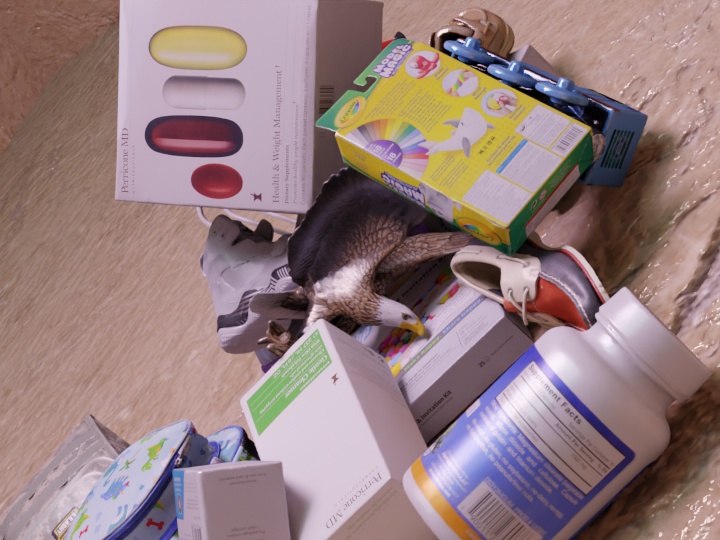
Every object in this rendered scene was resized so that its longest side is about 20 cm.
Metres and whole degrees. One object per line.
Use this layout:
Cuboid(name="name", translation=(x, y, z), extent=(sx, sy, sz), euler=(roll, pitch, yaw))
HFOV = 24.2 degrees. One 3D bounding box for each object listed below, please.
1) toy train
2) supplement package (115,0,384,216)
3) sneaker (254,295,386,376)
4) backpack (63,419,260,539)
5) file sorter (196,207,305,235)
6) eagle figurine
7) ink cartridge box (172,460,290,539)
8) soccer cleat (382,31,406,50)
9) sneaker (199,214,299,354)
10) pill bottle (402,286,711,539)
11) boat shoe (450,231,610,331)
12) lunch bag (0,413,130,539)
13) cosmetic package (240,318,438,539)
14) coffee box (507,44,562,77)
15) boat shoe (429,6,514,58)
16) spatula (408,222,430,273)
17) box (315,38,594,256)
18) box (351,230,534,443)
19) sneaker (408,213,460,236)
Cuboid(name="toy train", translation=(0.142, -0.136, 1.435), extent=(0.200, 0.114, 0.087), euler=(30, 107, 38))
Cuboid(name="supplement package", translation=(-0.099, -0.152, 1.518), extent=(0.200, 0.191, 0.147), euler=(4, 6, 24))
Cuboid(name="sneaker", translation=(-0.057, 0.042, 1.610), extent=(0.074, 0.088, 0.200), euler=(-35, -1, -42))
Cuboid(name="backpack", translation=(-0.167, 0.237, 1.445), extent=(0.183, 0.147, 0.200), euler=(-26, 32, 50))
Cuboid(name="file sorter", translation=(-0.059, -0.108, 1.701), extent=(0.200, 0.124, 0.139), euler=(-27, -48, -63))
Cuboid(name="eagle figurine", translation=(0.007, 0.004, 1.442), extent=(0.200, 0.151, 0.152), euler=(-61, 7, -4))
Cuboid(name="ink cartridge box", translation=(-0.092, 0.247, 1.276), extent=(0.116, 0.067, 0.200), euler=(161, 104, -72))
Cuboid(name="soccer cleat", translation=(0.055, -0.137, 1.572), extent=(0.069, 0.085, 0.200), euler=(-23, 51, 0))
Cuboid(name="sneaker", translation=(-0.078, -0.018, 1.555), extent=(0.200, 0.075, 0.115), euler=(-41, 62, 31))
Cuboid(name="pill bottle", translation=(0.133, 0.109, 1.117), extent=(0.200, 0.112, 0.112), euler=(-46, 20, 6))
Cuboid(name="boat shoe", translation=(0.136, 0.012, 1.308), extent=(0.063, 0.071, 0.200), euler=(-28, 27, -11))
Cuboid(name="lunch bag", translation=(-0.268, 0.258, 1.660), extent=(0.164, 0.118, 0.200), euler=(-49, 26, -3))
Cuboid(name="cosmetic package", translation=(-0.011, 0.146, 1.311), extent=(0.108, 0.085, 0.200), euler=(-46, 35, 14))
Cuboid(name="coffee box", translation=(0.106, -0.130, 1.651), extent=(0.200, 0.080, 0.113), euler=(-19, 35, 52))
Cuboid(name="boat shoe", translation=(0.103, -0.215, 1.605), extent=(0.071, 0.065, 0.200), euler=(-39, 21, 18))
Cuboid(name="spatula", translation=(0.022, 0.007, 1.628), extent=(0.021, 0.057, 0.200), euler=(-20, -8, -40))
Cuboid(name="box", translation=(0.072, -0.104, 1.341), extent=(0.200, 0.048, 0.117), euler=(32, 68, 26))
Cuboid(name="box", translation=(0.062, 0.063, 1.450), extent=(0.156, 0.041, 0.200), euler=(-44, 20, 11))
Cuboid(name="sneaker", translation=(0.108, -0.063, 1.537), extent=(0.200, 0.078, 0.086), euler=(-30, 30, 40))
